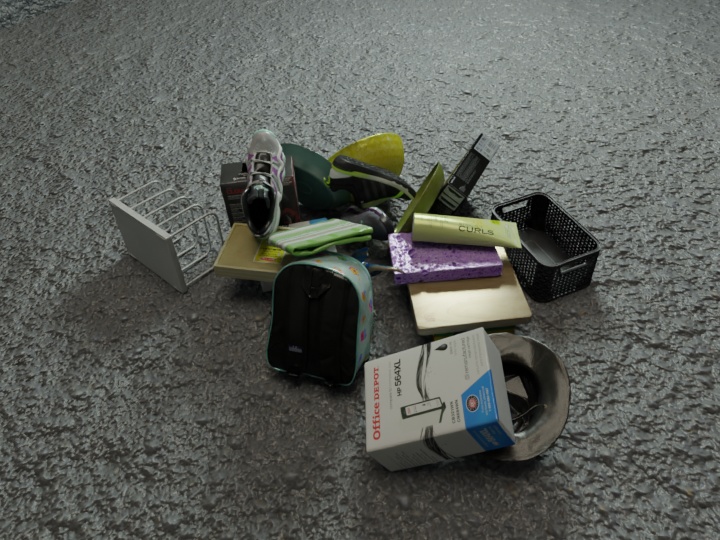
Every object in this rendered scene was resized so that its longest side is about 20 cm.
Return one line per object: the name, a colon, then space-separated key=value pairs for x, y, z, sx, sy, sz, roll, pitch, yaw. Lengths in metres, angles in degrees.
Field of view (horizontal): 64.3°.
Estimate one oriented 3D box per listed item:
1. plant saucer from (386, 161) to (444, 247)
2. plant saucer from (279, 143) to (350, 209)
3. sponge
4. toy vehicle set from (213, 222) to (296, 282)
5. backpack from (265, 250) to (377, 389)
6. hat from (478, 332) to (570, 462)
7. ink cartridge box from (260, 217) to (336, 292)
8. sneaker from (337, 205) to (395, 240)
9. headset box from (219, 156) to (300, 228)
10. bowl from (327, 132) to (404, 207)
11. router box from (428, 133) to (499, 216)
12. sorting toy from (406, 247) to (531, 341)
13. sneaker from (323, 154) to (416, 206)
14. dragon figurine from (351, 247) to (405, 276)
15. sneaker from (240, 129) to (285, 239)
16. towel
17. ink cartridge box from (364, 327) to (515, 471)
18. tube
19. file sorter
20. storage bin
plant saucer: x=0.117 y=-0.126 z=1.163 sx=0.031 sy=0.201 sz=0.201 roll=30 pitch=48 yaw=-2
plant saucer: x=-0.116 y=-0.191 z=1.239 sx=0.197 sy=0.201 sz=0.036 roll=19 pitch=66 yaw=23
sponge: x=0.153 y=-0.030 z=1.058 sx=0.196 sy=0.030 sz=0.113 roll=-5 pitch=43 yaw=0
toy vehicle set: x=-0.166 y=-0.033 z=1.092 sx=0.196 sy=0.027 sz=0.126 roll=6 pitch=46 yaw=9
backpack: x=-0.059 y=0.066 z=0.952 sx=0.173 sy=0.204 sz=0.153 roll=12 pitch=28 yaw=18
hat: x=0.227 y=0.201 z=0.876 sx=0.197 sy=0.081 sz=0.204 roll=-10 pitch=53 yaw=13
ink cartridge box: x=-0.150 y=-0.030 z=1.155 sx=0.196 sy=0.067 sz=0.117 roll=-11 pitch=45 yaw=-8
sneaker: x=-0.002 y=-0.079 z=1.169 sx=0.087 sy=0.075 sz=0.199 roll=-35 pitch=19 yaw=-15
headset box: x=-0.201 y=-0.141 z=1.178 sx=0.145 sy=0.202 sz=0.076 roll=-7 pitch=43 yaw=-4
bowl: x=0.019 y=-0.206 z=1.273 sx=0.197 sy=0.200 sz=0.109 roll=-20 pitch=80 yaw=-16
router box: x=0.203 y=-0.176 z=1.213 sx=0.052 sy=0.158 sz=0.201 roll=36 pitch=51 yaw=1
sorting toy: x=0.185 y=0.044 z=1.051 sx=0.196 sy=0.070 sz=0.201 roll=-6 pitch=43 yaw=-2
sneaker: x=0.017 y=-0.170 z=1.174 sx=0.197 sy=0.084 sz=0.072 roll=17 pitch=20 yaw=-21
dragon figurine: x=0.000 y=0.000 z=1.046 sx=0.198 sy=0.059 sz=0.100 roll=-26 pitch=16 yaw=35
sneaker: x=-0.175 y=-0.157 z=1.032 sx=0.076 sy=0.204 sz=0.140 roll=-2 pitch=6 yaw=-4
towel: x=-0.075 y=-0.054 z=0.993 sx=0.147 sy=0.031 sz=0.200 roll=-16 pitch=14 yaw=-17
ink cartridge box: x=0.107 y=0.188 z=0.827 sx=0.197 sy=0.084 sz=0.148 roll=-21 pitch=47 yaw=22
tube: x=0.192 y=-0.074 z=1.049 sx=0.196 sy=0.052 sz=0.059 roll=6 pitch=81 yaw=3
file sorter: x=-0.391 y=-0.079 z=1.175 sx=0.198 sy=0.141 sz=0.124 roll=28 pitch=49 yaw=30
storage bin: x=0.353 y=-0.051 z=1.121 sx=0.133 sy=0.095 sz=0.201 roll=-17 pitch=46 yaw=-14
